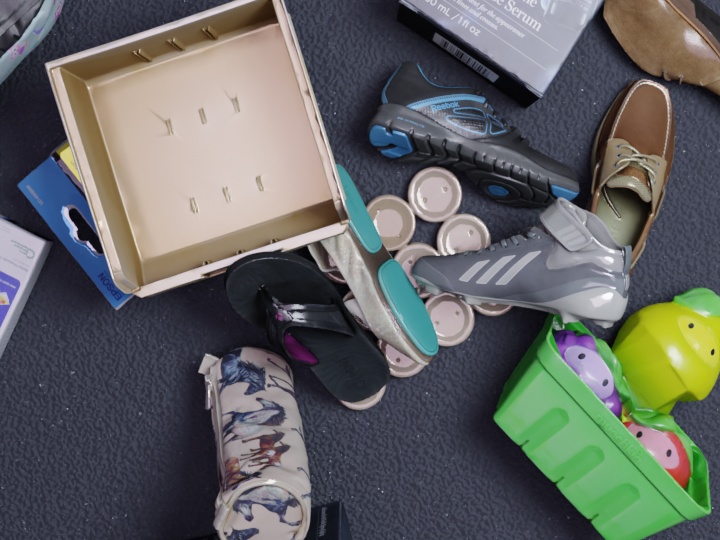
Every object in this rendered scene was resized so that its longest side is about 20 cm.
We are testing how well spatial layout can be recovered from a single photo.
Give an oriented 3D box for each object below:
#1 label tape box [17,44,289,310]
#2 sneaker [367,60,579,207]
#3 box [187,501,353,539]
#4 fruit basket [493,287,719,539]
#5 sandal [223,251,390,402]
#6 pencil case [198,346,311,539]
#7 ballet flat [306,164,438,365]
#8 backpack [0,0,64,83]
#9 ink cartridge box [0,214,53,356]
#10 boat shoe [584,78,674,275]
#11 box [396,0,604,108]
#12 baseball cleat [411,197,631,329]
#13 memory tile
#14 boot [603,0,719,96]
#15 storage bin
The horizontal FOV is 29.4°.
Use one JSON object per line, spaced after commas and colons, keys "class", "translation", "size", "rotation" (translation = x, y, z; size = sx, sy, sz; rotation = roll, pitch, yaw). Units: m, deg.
{"class": "label tape box", "translation": [-0.179, -0.084, 1.218], "size": [0.199, 0.066, 0.144], "rotation": [-39, 91, 4]}
{"class": "sneaker", "translation": [0.108, -0.119, 1.213], "size": [0.198, 0.073, 0.083], "rotation": [22, 67, -11]}
{"class": "box", "translation": [-0.094, 0.295, 1.161], "size": [0.194, 0.200, 0.126], "rotation": [-16, 94, 1]}
{"class": "fruit basket", "translation": [0.243, 0.105, 1.193], "size": [0.213, 0.156, 0.219], "rotation": [3, 104, 12]}
{"class": "sandal", "translation": [-0.036, 0.053, 1.161], "size": [0.075, 0.048, 0.200], "rotation": [-37, 128, 12]}
{"class": "pencil case", "translation": [-0.091, 0.150, 1.160], "size": [0.088, 0.201, 0.078], "rotation": [10, 121, -15]}
{"class": "ballet flat", "translation": [0.000, 0.000, 1.215], "size": [0.062, 0.067, 0.202], "rotation": [-29, 88, 29]}
{"class": "backpack", "translation": [-0.350, -0.226, 1.182], "size": [0.200, 0.127, 0.167], "rotation": [-41, 103, 0]}
{"class": "ink cartridge box", "translation": [-0.363, 0.042, 1.233], "size": [0.099, 0.039, 0.202], "rotation": [26, 90, -1]}
{"class": "boat shoe", "translation": [0.236, -0.072, 1.203], "size": [0.075, 0.074, 0.202], "rotation": [16, 80, -1]}
{"class": "box", "translation": [0.145, -0.268, 1.191], "size": [0.148, 0.107, 0.201], "rotation": [33, 91, -1]}
{"class": "baseball cleat", "translation": [0.139, -0.013, 1.173], "size": [0.198, 0.070, 0.108], "rotation": [11, 99, 27]}
{"class": "memory tile", "translation": [0.032, 0.015, 1.245], "size": [0.199, 0.017, 0.154], "rotation": [-34, 91, 1]}
{"class": "boot", "translation": [0.298, -0.190, 1.225], "size": [0.200, 0.074, 0.075], "rotation": [46, 120, -7]}
{"class": "storage bin", "translation": [-0.127, -0.100, 1.135], "size": [0.198, 0.094, 0.201], "rotation": [-18, 90, 2]}
